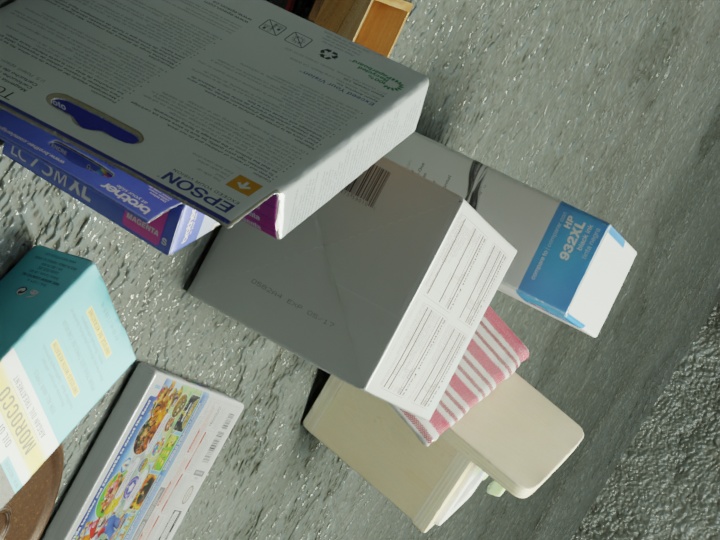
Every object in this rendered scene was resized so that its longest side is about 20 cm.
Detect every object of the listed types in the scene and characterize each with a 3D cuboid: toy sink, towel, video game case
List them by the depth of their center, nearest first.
[{"bbox_3d":[-0.155,0.146,1.555,0.144,0.018,0.200,-61,163,-2],"label":"video game case"},{"bbox_3d":[0.053,0.058,1.807,0.030,0.147,0.200,-45,174,36],"label":"towel"},{"bbox_3d":[0.072,0.141,1.857,0.130,0.199,0.112,-36,161,-54],"label":"toy sink"}]

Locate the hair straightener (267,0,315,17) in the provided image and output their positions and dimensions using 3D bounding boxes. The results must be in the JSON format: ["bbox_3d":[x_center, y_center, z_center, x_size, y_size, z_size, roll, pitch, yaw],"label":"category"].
[{"bbox_3d":[-0.020,-0.211,1.364,0.077,0.041,0.201,-37,150,-52],"label":"hair straightener"}]

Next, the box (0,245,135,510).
[{"bbox_3d":[-0.215,0.082,1.205,0.200,0.049,0.083,-50,138,-33],"label":"box"}]

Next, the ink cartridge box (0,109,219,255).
[{"bbox_3d":[-0.112,-0.071,1.187,0.200,0.119,0.042,-34,150,-57],"label":"ink cartridge box"}]

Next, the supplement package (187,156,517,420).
[{"bbox_3d":[0.000,0.000,1.549,0.152,0.151,0.200,-62,162,-2],"label":"supplement package"}]

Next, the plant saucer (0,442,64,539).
[{"bbox_3d":[-0.240,0.155,1.307,0.201,0.036,0.201,-53,161,-27],"label":"plant saucer"}]

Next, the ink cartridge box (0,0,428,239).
[{"bbox_3d":[-0.095,-0.088,1.084,0.200,0.195,0.044,-40,151,-49],"label":"ink cartridge box"}]

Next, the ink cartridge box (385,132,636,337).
[{"bbox_3d":[0.112,-0.032,1.736,0.084,0.199,0.145,-63,162,0],"label":"ink cartridge box"}]

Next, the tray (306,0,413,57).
[{"bbox_3d":[-0.012,-0.146,1.430,0.099,0.037,0.200,-64,174,8],"label":"tray"}]
